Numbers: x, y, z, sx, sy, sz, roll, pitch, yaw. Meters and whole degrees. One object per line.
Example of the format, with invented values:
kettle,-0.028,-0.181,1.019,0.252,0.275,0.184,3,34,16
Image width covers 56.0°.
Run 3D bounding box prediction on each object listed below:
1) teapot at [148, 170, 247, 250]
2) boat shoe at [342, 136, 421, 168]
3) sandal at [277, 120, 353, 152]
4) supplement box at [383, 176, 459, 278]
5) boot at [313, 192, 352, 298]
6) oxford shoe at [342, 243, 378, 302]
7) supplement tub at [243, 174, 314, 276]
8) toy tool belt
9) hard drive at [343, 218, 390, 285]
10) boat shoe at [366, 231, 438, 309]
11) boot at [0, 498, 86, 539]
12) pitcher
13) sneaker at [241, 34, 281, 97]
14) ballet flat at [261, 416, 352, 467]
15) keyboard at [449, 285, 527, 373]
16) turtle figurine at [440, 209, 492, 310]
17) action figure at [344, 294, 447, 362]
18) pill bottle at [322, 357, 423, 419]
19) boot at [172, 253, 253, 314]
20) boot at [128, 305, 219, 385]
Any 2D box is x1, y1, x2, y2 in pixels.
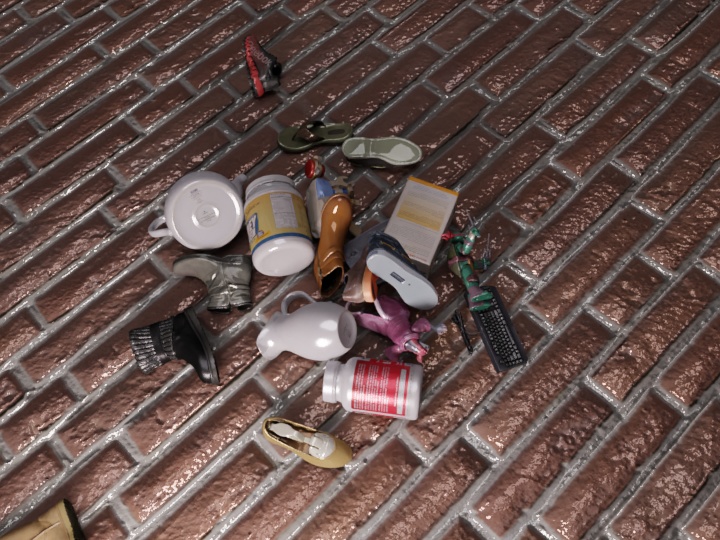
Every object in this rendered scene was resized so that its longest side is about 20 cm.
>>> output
teapot,-0.379,-0.149,1.608,0.198,0.199,0.146,14,14,-28
boat shoe,0.055,-0.292,1.693,0.199,0.061,0.073,8,75,8
sandal,-0.118,-0.358,1.742,0.199,0.057,0.081,-10,62,-1
supplement box,0.131,-0.098,1.532,0.125,0.074,0.201,21,67,12
boot,-0.060,-0.054,1.480,0.076,0.201,0.156,16,29,-16
oxford shoe,0.000,0.000,1.460,0.072,0.072,0.201,-8,27,11
supplement tub,-0.192,-0.105,1.569,0.143,0.145,0.202,-14,62,-3
toy tool belt,-0.064,-0.170,1.624,0.122,0.125,0.202,5,62,-29
hard drive,0.062,-0.043,1.575,0.199,0.042,0.135,-30,65,-11
boat shoe,0.093,-0.003,1.439,0.071,0.200,0.091,-34,32,28
boot,-0.634,0.566,1.309,0.199,0.066,0.175,-31,53,-12
pitcher,-0.106,0.111,1.458,0.198,0.121,0.173,-6,51,30
sneaker,-0.267,-0.567,1.854,0.097,0.071,0.202,-15,65,-3
ballet flat,-0.113,0.348,1.377,0.198,0.063,0.069,15,65,11
keyboard,0.273,0.129,1.484,0.126,0.021,0.202,-18,62,-5
turtle figurine,0.241,-0.021,1.488,0.100,0.150,0.202,-17,67,19
action figure,0.084,0.116,1.429,0.134,0.149,0.200,-46,39,0
pill bottle,0.026,0.239,1.394,0.198,0.113,0.113,6,63,7
boot,-0.343,0.033,1.559,0.197,0.068,0.132,-1,68,5
boot,-0.403,0.187,1.470,0.157,0.080,0.212,-24,53,-15
